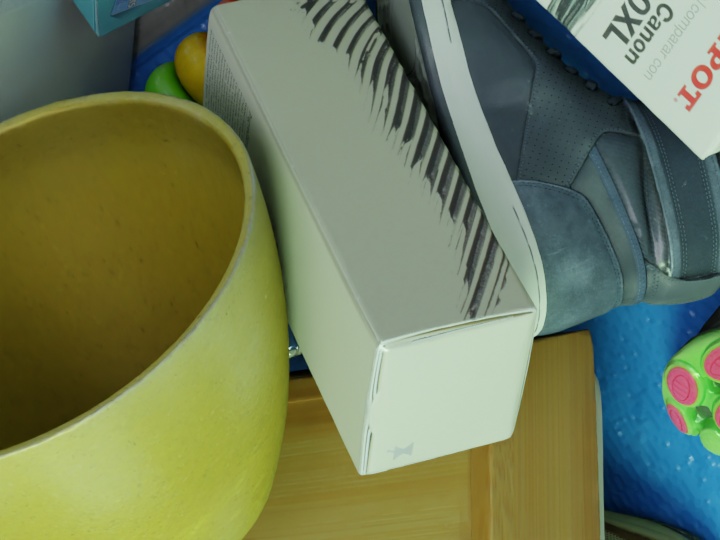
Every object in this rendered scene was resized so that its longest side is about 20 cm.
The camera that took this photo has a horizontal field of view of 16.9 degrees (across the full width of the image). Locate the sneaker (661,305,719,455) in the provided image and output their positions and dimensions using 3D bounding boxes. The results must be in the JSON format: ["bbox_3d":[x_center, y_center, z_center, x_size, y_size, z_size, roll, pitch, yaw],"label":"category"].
[{"bbox_3d":[0.193,0.010,1.002,0.077,0.084,0.200,38,134,7],"label":"sneaker"}]

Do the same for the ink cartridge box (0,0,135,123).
[{"bbox_3d":[-0.221,-0.114,1.100,0.199,0.146,0.086,14,112,19],"label":"ink cartridge box"}]

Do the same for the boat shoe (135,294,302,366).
[{"bbox_3d":[0.000,0.000,1.077,0.199,0.072,0.073,-10,96,6],"label":"boat shoe"}]

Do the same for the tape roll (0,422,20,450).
[{"bbox_3d":[-0.123,0.147,1.107,0.071,0.202,0.203,-25,94,27],"label":"tape roll"}]

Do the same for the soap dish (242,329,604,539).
[{"bbox_3d":[0.009,0.111,1.042,0.199,0.081,0.158,-10,73,36],"label":"soap dish"}]

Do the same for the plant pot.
[{"bbox_3d":[-0.108,0.048,0.975,0.199,0.201,0.142,-5,135,24],"label":"plant pot"}]

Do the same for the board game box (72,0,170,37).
[{"bbox_3d":[-0.143,-0.221,1.015,0.200,0.047,0.151,54,160,20],"label":"board game box"}]

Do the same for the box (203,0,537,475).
[{"bbox_3d":[-0.002,-0.022,0.973,0.082,0.068,0.201,98,153,-47],"label":"box"}]

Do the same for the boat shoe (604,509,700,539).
[{"bbox_3d":[0.066,0.132,1.090,0.199,0.074,0.076,12,109,20],"label":"boat shoe"}]

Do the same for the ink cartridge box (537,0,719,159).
[{"bbox_3d":[0.120,-0.167,0.941,0.200,0.084,0.145,45,132,15],"label":"ink cartridge box"}]

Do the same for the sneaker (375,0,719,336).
[{"bbox_3d":[0.092,-0.072,1.014,0.077,0.145,0.203,109,147,-64],"label":"sneaker"}]

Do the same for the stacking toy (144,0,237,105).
[{"bbox_3d":[-0.064,-0.071,1.088,0.085,0.085,0.200,43,112,6],"label":"stacking toy"}]
